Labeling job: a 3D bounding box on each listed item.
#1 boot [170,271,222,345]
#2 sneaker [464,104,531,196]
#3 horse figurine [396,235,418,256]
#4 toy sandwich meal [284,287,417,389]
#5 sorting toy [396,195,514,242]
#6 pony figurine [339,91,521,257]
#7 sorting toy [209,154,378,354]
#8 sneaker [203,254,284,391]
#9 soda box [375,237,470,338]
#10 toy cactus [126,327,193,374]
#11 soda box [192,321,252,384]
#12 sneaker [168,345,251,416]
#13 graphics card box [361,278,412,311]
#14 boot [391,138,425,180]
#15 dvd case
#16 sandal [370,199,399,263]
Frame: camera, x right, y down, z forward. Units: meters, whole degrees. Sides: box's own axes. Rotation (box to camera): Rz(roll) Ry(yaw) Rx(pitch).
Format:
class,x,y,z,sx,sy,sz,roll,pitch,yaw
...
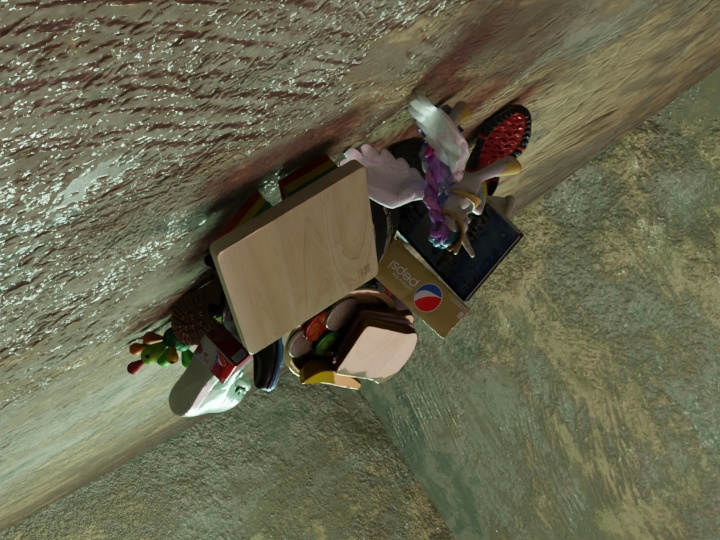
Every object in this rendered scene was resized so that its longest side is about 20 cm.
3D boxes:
class,x,y,z,sx,sy,sz,roll,pitch,yaw
boot,-0.191,0.038,1.385,0.200,0.075,0.107,-38,177,28
sneaker,0.221,-0.213,1.574,0.200,0.079,0.096,122,-12,-48
horse figurine,0.092,-0.013,1.718,0.200,0.132,0.050,-61,-172,-14
toy sandwich meal,-0.015,0.110,1.406,0.205,0.070,0.205,-19,138,-18
sorting toy,0.136,-0.073,1.622,0.200,0.107,0.180,6,171,-13
pony figurine,0.101,-0.128,1.175,0.167,0.193,0.200,-35,-167,42
sorting toy,-0.085,-0.027,1.131,0.199,0.070,0.200,-33,146,-18
sneaker,-0.153,0.061,1.227,0.083,0.200,0.071,-18,-174,-19
soda box,0.070,0.012,1.423,0.064,0.200,0.068,-48,-157,2
toy cactus,-0.263,0.102,1.477,0.165,0.102,0.200,-46,161,20
soda box,-0.138,0.068,1.327,0.200,0.063,0.070,-41,174,-36
sneaker,-0.199,0.144,1.461,0.200,0.074,0.118,-49,153,19
graphics card box,0.000,0.000,1.464,0.125,0.200,0.051,-31,-158,-3
boot,0.061,-0.130,1.377,0.132,0.070,0.200,-31,171,28
dvd case,0.140,-0.070,1.461,0.018,0.200,0.143,-7,140,-55
sandal,0.007,-0.082,1.287,0.080,0.057,0.201,-54,148,-33
